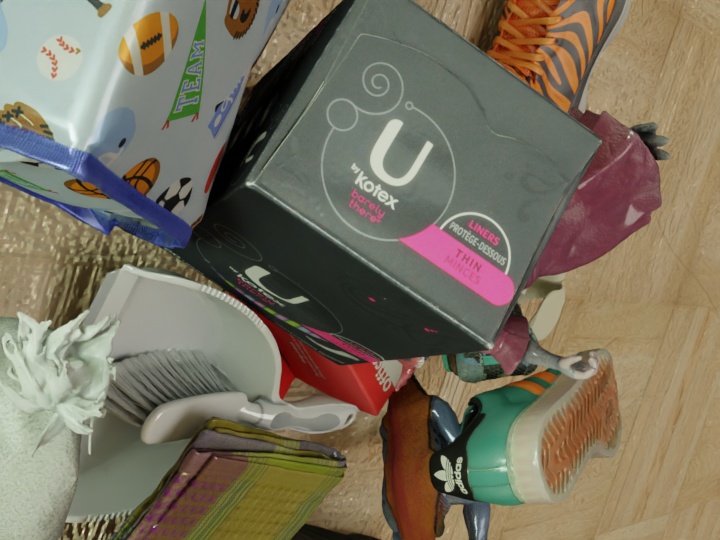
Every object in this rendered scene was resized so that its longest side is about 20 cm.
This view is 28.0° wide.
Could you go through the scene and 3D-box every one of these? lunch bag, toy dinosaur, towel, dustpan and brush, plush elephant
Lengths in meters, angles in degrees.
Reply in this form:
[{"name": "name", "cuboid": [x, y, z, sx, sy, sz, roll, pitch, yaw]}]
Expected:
[{"name": "lunch bag", "cuboid": [-0.089, -0.104, 0.555, 0.200, 0.124, 0.171, 35, 77, -74]}, {"name": "toy dinosaur", "cuboid": [0.049, 0.108, 0.907, 0.200, 0.105, 0.182, -1, 71, -74]}, {"name": "towel", "cuboid": [-0.100, 0.160, 0.758, 0.200, 0.023, 0.144, -50, 151, 11]}, {"name": "dustpan and brush", "cuboid": [-0.071, 0.068, 0.742, 0.200, 0.057, 0.140, 1, 121, -59]}, {"name": "plush elephant", "cuboid": [-0.182, 0.066, 0.509, 0.200, 0.154, 0.165, 126, -36, -52]}]

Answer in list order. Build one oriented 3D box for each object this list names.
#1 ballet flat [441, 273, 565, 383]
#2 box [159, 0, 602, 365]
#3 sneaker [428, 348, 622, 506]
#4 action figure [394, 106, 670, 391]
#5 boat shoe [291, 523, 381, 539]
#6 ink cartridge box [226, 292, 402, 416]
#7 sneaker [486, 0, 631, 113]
[{"name": "ballet flat", "cuboid": [0.100, 0.010, 0.930, 0.200, 0.074, 0.074, -70, 164, -56]}, {"name": "box", "cuboid": [-0.002, -0.033, 0.655, 0.106, 0.122, 0.200, -60, -168, -14]}, {"name": "sneaker", "cuboid": [0.105, 0.093, 0.887, 0.200, 0.080, 0.072, -18, 101, -63]}, {"name": "action figure", "cuboid": [0.073, -0.017, 0.795, 0.200, 0.149, 0.134, -37, 135, -13]}, {"name": "boat shoe", "cuboid": [-0.011, 0.209, 0.950, 0.202, 0.074, 0.065, 29, 79, -67]}, {"name": "ink cartridge box", "cuboid": [0.000, 0.000, 0.831, 0.200, 0.067, 0.116, -57, 149, -18]}, {"name": "sneaker", "cuboid": [0.107, -0.141, 0.904, 0.112, 0.077, 0.201, -28, 132, -50]}]
